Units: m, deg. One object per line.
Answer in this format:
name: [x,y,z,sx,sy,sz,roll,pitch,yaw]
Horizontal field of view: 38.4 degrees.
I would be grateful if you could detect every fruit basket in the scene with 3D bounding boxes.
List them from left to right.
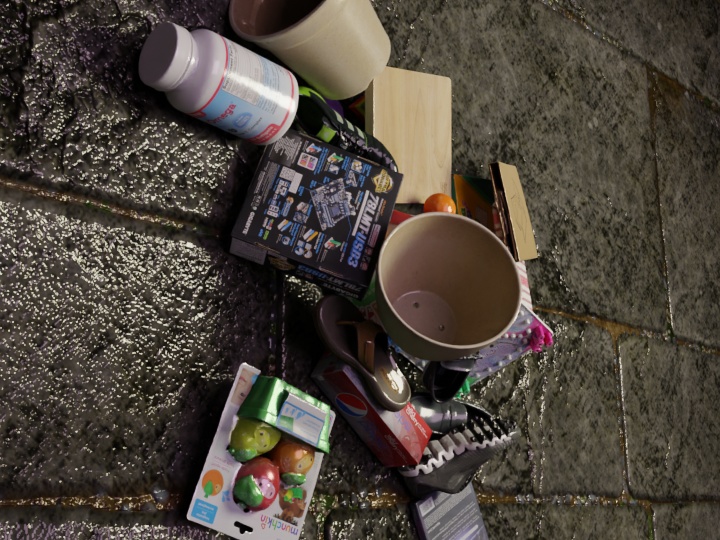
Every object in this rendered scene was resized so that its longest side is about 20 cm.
fruit basket: [-0.114,0.243,1.307,0.185,0.093,0.202,34,60,-38]

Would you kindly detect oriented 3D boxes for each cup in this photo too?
cup: [0.102,0.043,1.408,0.198,0.144,0.202,7,60,-12]

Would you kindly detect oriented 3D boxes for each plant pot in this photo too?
plant pot: [-0.054,-0.349,1.468,0.183,0.199,0.202,44,50,-45]

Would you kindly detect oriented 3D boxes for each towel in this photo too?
towel: [0.255,-0.010,1.753,0.146,0.030,0.203,22,58,-71]

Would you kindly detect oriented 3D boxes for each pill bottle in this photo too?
pill bottle: [-0.183,-0.244,1.341,0.199,0.108,0.110,19,67,-44]

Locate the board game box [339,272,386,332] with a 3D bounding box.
board game box: [0.000,0.000,1.501,0.030,0.095,0.202,-109,176,-81]

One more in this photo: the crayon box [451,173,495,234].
crayon box: [0.179,-0.054,1.733,0.118,0.058,0.203,3,78,-50]

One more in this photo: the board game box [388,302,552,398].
board game box: [0.165,0.104,1.578,0.200,0.199,0.026,40,26,-34]

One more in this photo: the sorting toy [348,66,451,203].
sorting toy: [0.058,-0.206,1.611,0.198,0.069,0.203,-3,94,-50]

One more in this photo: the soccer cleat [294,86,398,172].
soccer cleat: [-0.031,-0.186,1.479,0.200,0.068,0.081,40,17,0]

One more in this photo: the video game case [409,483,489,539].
video game case: [0.151,0.425,1.611,0.142,0.019,0.202,-24,99,-48]

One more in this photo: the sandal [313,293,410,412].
sandal: [0.013,0.109,1.407,0.201,0.054,0.082,54,44,-14]

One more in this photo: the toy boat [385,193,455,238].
toy boat: [0.110,-0.058,1.561,0.131,0.197,0.132,81,19,-58]

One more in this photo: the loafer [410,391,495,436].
loafer: [0.134,0.224,1.603,0.199,0.070,0.069,16,69,-45]

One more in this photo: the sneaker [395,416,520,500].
sneaker: [0.151,0.287,1.560,0.198,0.067,0.091,-19,115,-8]

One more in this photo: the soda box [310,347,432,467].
soda box: [0.018,0.193,1.483,0.201,0.070,0.064,53,45,-25]

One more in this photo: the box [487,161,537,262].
box: [0.255,-0.097,1.723,0.200,0.021,0.166,-8,86,-72]

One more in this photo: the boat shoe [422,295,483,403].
boat shoe: [0.146,0.118,1.529,0.074,0.201,0.063,12,37,-14]

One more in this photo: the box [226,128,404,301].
box: [-0.058,-0.081,1.409,0.197,0.050,0.202,21,59,-5]

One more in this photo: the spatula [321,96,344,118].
spatula: [-0.047,-0.168,1.537,0.056,0.020,0.203,7,77,-34]
